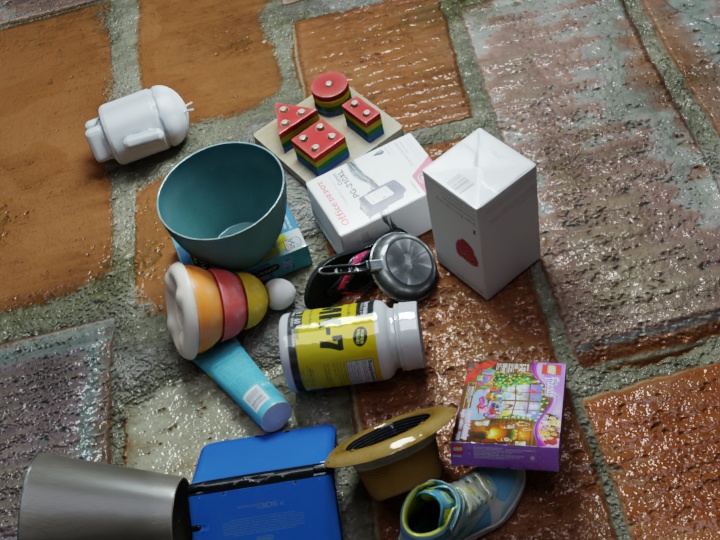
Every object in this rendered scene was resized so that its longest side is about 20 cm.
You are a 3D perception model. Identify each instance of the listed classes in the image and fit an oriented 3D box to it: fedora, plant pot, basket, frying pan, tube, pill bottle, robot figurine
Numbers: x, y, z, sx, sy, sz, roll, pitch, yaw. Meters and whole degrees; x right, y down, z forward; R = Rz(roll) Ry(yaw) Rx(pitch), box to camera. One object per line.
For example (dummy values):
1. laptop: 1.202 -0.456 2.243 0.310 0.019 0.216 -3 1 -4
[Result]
1. fedora: 0.048 0.240 1.341 0.199 0.201 0.083 -21 90 -4
2. plant pot: -0.199 -0.080 1.622 0.197 0.135 0.202 -6 51 8
3. basket: -0.329 0.331 1.376 0.197 0.136 0.183 -1 78 5
4. frying pan: 0.035 -0.020 1.587 0.188 0.031 0.116 20 62 -15
5. tube: -0.174 0.160 1.540 0.077 0.051 0.200 -25 42 -24
6. pill bottle: -0.010 0.105 1.499 0.197 0.115 0.115 -9 49 6
7. robot figurine: -0.397 -0.265 1.901 0.198 0.114 0.170 -20 35 -3

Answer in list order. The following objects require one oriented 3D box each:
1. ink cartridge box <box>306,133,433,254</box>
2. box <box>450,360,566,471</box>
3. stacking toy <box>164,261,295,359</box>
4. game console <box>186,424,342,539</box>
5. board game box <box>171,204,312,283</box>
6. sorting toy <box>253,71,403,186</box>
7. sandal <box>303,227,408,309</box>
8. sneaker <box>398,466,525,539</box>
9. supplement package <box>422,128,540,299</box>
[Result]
1. ink cartridge box: 0.031 -0.113 1.689 0.198 0.085 0.145 -26 49 -9
2. box: 0.198 0.186 1.378 0.135 0.040 0.200 1 26 13
3. stacking toy: -0.190 0.050 1.594 0.198 0.147 0.147 -8 45 -22
4. game console: -0.123 0.307 1.420 0.197 0.118 0.173 -10 80 6
5. board game box: -0.196 -0.038 1.707 0.198 0.047 0.152 -23 49 -6
6. sorting toy: -0.063 -0.258 1.844 0.199 0.070 0.199 -36 52 -16
7. sandal: 0.000 0.000 1.609 0.199 0.076 0.045 -31 42 -16
8. sneaker: 0.129 0.284 1.300 0.199 0.131 0.079 -37 60 -17
9. supplement package: 0.182 -0.081 1.549 0.119 0.201 0.121 -37 52 -18
